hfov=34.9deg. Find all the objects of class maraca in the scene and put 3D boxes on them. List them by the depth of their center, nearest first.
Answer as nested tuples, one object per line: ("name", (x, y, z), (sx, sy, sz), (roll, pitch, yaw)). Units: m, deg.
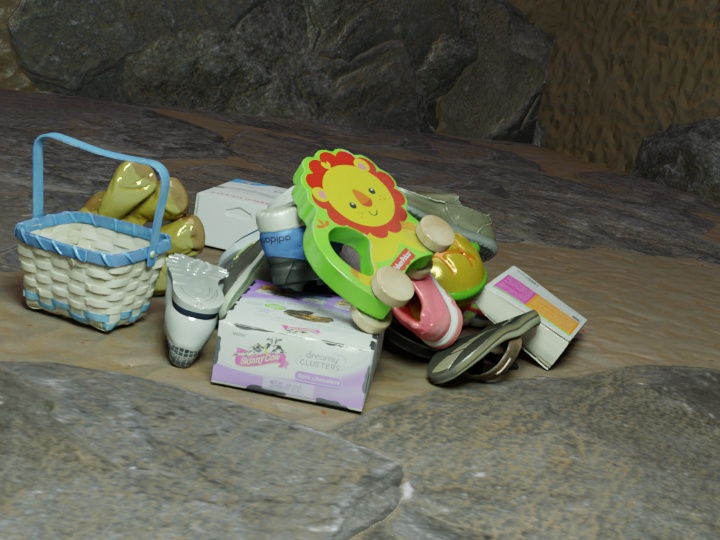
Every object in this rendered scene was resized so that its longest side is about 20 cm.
("maraca", (0.098, -0.008, 1.496), (0.136, 0.108, 0.200), (11, 26, 2))

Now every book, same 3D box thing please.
("book", (0.234, 0.054, 1.556), (0.133, 0.048, 0.200), (38, 18, 11))

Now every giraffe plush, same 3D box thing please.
("giraffe plush", (-0.326, -0.047, 1.506), (0.199, 0.173, 0.162), (-35, 22, -21))

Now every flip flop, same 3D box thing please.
("flip flop", (0.158, 0.099, 1.380), (0.081, 0.058, 0.199), (-18, 2, 40))

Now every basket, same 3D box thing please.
("basket", (-0.310, -0.046, 1.322), (0.175, 0.201, 0.139), (18, 23, 20))

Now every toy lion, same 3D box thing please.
("toy lion", (-0.002, -0.050, 1.285), (0.191, 0.069, 0.200), (39, 39, 1))

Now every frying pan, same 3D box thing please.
("frying pan", (0.097, 0.085, 1.445), (0.189, 0.031, 0.115), (17, 18, -30))

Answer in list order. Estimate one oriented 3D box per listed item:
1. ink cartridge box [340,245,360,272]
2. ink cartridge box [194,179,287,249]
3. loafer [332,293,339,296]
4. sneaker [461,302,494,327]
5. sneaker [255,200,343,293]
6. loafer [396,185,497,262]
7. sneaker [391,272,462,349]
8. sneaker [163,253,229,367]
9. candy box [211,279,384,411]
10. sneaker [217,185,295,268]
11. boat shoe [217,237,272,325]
("ink cartridge box", (0.000, 0.000, 1.531), (0.050, 0.163, 0.200), (-28, 16, 23))
("ink cartridge box", (-0.171, -0.085, 1.848), (0.143, 0.085, 0.200), (12, 13, 10))
("loafer", (-0.111, 0.016, 1.501), (0.199, 0.073, 0.073), (3, 15, -26))
("sneaker", (0.151, 0.032, 1.604), (0.199, 0.086, 0.077), (-3, 20, -41))
("sneaker", (-0.043, -0.032, 1.361), (0.076, 0.112, 0.200), (-3, 11, 34))
("loafer", (0.104, -0.075, 1.619), (0.199, 0.070, 0.075), (23, -35, -18))
("sneaker", (0.048, 0.002, 1.371), (0.087, 0.074, 0.201), (21, 30, -57))
("sneaker", (-0.195, 0.039, 1.308), (0.076, 0.081, 0.200), (12, 16, -6))
("candy box", (-0.062, 0.079, 1.281), (0.166, 0.072, 0.200), (11, 13, 4))
("sneaker", (-0.118, -0.049, 1.559), (0.073, 0.199, 0.071), (37, 38, -29))
("boat shoe", (-0.125, -0.006, 1.432), (0.060, 0.072, 0.201), (10, 46, 38))
